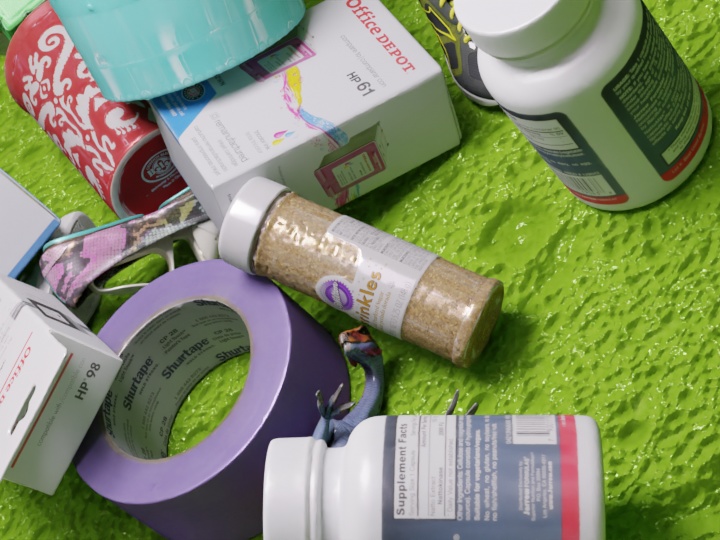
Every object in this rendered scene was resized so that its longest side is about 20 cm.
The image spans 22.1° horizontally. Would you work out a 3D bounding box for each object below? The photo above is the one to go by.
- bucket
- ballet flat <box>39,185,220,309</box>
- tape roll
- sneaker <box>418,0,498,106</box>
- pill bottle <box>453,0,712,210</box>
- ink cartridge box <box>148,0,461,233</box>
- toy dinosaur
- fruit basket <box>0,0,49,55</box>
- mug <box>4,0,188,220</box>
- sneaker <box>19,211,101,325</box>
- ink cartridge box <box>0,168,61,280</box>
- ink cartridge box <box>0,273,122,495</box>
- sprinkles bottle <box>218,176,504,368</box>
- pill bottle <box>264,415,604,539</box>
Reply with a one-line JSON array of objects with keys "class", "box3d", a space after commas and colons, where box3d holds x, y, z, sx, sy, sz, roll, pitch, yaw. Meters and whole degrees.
[{"class": "bucket", "box3d": [-0.147, -0.230, 1.425, 0.207, 0.135, 0.207, -20, 22, 8]}, {"class": "ballet flat", "box3d": [-0.157, -0.024, 1.475, 0.200, 0.069, 0.071, -25, 81, -14]}, {"class": "tape roll", "box3d": [-0.114, 0.098, 1.360, 0.200, 0.085, 0.200, -19, 50, 25]}, {"class": "sneaker", "box3d": [0.076, -0.205, 1.433, 0.074, 0.085, 0.200, -37, 46, 10]}, {"class": "pill bottle", "box3d": [0.150, -0.140, 1.253, 0.119, 0.200, 0.120, -18, 51, 24]}, {"class": "ink cartridge box", "box3d": [-0.043, -0.119, 1.419, 0.200, 0.085, 0.145, -27, 46, -10]}, {"class": "toy dinosaur", "box3d": [-0.023, 0.129, 1.276, 0.200, 0.105, 0.182, -38, 24, 24]}, {"class": "fruit basket", "box3d": [-0.272, -0.264, 1.669, 0.185, 0.094, 0.200, -39, 1, 7]}, {"class": "mug", "box3d": [-0.193, -0.150, 1.549, 0.178, 0.133, 0.200, -59, 45, 21]}, {"class": "sneaker", "box3d": [-0.290, 0.041, 1.529, 0.118, 0.074, 0.201, 0, 63, 28]}, {"class": "ink cartridge box", "box3d": [-0.334, -0.015, 1.536, 0.145, 0.084, 0.200, -52, 14, -7]}, {"class": "ink cartridge box", "box3d": [-0.247, 0.087, 1.361, 0.116, 0.067, 0.200, -62, 32, 3]}, {"class": "sprinkles bottle", "box3d": [0.000, 0.000, 1.301, 0.200, 0.068, 0.068, 24, 74, 15]}, {"class": "pill bottle", "box3d": [0.045, 0.149, 1.123, 0.200, 0.120, 0.120, -1, 56, 4]}]
